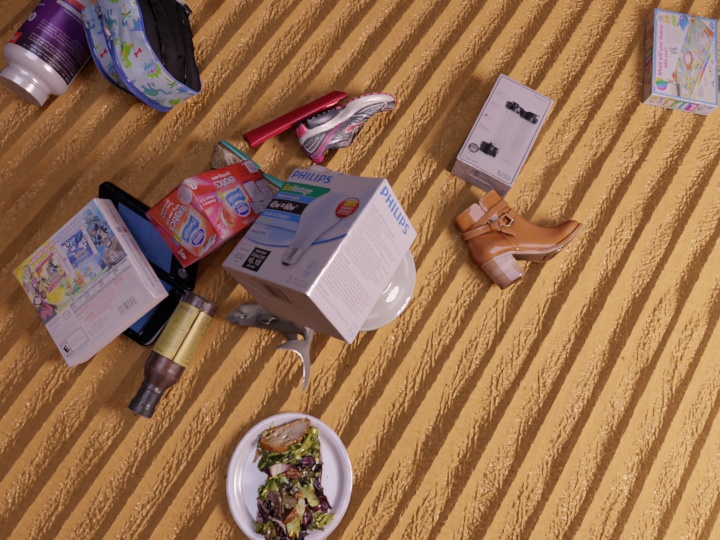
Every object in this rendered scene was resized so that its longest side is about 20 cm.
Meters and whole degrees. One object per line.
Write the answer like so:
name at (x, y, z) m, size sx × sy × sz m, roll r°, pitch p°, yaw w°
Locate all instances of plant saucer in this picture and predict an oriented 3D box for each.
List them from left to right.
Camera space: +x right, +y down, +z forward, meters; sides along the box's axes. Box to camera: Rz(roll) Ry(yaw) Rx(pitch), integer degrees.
plant saucer at (0.000, 0.000, 0.933) m, size 0.196 × 0.050 × 0.204 m, roll 1°, pitch 74°, yaw -3°

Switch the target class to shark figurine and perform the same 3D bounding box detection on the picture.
shark figurine at (-0.111, 0.103, 0.873) m, size 0.127 × 0.213 × 0.091 m, roll -26°, pitch 121°, yaw -31°

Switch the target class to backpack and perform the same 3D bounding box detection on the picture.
backpack at (-0.375, -0.388, 0.958) m, size 0.145 × 0.183 × 0.203 m, roll -22°, pitch 79°, yaw 15°

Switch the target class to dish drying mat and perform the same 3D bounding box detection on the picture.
dish drying mat at (-0.120, -0.279, 0.999) m, size 0.198 × 0.077 × 0.018 m, roll -29°, pitch 117°, yaw -10°

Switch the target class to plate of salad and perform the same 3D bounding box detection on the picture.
plate of salad at (-0.110, 0.324, 0.840) m, size 0.196 × 0.048 × 0.204 m, roll 1°, pitch 75°, yaw -4°

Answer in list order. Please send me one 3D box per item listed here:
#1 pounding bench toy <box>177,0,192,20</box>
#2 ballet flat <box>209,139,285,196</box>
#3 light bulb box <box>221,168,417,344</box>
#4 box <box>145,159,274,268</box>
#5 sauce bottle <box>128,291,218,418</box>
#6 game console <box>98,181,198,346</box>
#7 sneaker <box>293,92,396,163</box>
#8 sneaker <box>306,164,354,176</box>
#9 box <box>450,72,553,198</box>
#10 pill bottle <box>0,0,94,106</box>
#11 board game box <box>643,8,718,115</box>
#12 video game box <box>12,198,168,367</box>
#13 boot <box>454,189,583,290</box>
pounding bench toy at (-0.374, -0.577, 1.033) m, size 0.196 × 0.124 × 0.159 m, roll -16°, pitch 75°, yaw -7°
ballet flat at (-0.184, -0.153, 0.967) m, size 0.198 × 0.070 × 0.066 m, roll 35°, pitch 102°, yaw 9°
light bulb box at (-0.057, -0.030, 0.800) m, size 0.196 × 0.125 × 0.202 m, roll 14°, pitch 62°, yaw 40°
box at (-0.222, -0.095, 0.855) m, size 0.095 × 0.200 × 0.101 m, roll -31°, pitch 97°, yaw 25°
sauce bottle at (-0.302, 0.134, 0.873) m, size 0.064 × 0.065 × 0.202 m, roll 26°, pitch 74°, yaw 4°
game console at (-0.378, -0.011, 0.882) m, size 0.198 × 0.174 × 0.119 m, roll 31°, pitch 43°, yaw 5°
sneaker at (-0.023, -0.267, 0.999) m, size 0.198 × 0.081 × 0.076 m, roll -28°, pitch 105°, yaw -9°
sneaker at (-0.020, -0.132, 0.932) m, size 0.199 × 0.081 × 0.076 m, roll 40°, pitch 52°, yaw 22°
box at (0.262, -0.249, 1.010) m, size 0.115 × 0.060 × 0.202 m, roll 27°, pitch 75°, yaw 5°
pill bottle at (-0.553, -0.401, 0.981) m, size 0.111 × 0.113 × 0.202 m, roll 26°, pitch 74°, yaw 4°
board game box at (0.640, -0.418, 1.090) m, size 0.132 × 0.034 × 0.204 m, roll 11°, pitch 75°, yaw 0°
video game box at (-0.428, 0.020, 0.860) m, size 0.199 × 0.047 × 0.184 m, roll -35°, pitch 88°, yaw 13°
boot at (0.278, -0.077, 0.966) m, size 0.198 × 0.077 × 0.157 m, roll -32°, pitch 74°, yaw -3°
